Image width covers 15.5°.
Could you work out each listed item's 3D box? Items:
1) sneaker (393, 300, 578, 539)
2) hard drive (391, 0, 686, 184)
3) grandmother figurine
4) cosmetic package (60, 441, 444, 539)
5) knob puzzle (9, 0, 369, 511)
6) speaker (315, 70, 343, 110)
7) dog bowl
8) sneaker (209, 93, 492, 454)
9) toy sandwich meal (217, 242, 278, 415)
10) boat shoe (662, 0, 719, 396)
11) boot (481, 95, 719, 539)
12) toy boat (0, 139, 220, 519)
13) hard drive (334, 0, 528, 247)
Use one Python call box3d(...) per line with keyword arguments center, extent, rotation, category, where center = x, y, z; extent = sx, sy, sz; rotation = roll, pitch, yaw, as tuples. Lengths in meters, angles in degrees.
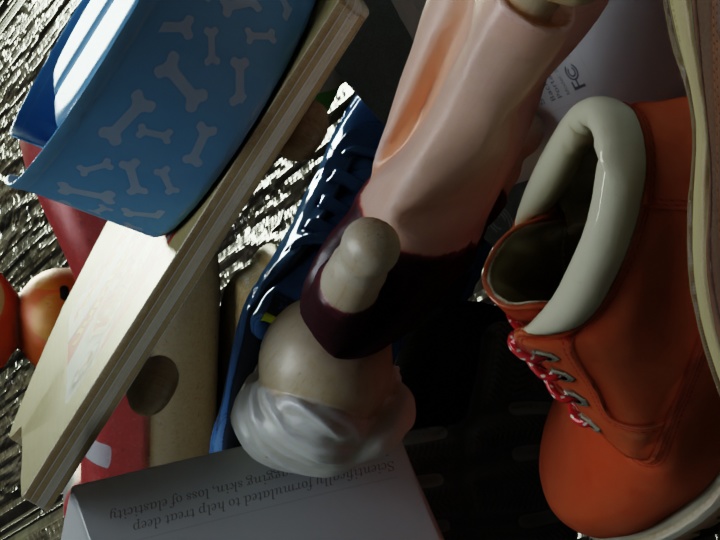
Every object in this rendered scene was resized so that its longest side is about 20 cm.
box3d(center=(0.030, 0.119, 0.914), extent=(0.116, 0.075, 0.201), rotation=(134, 133, -64), category="sneaker")
box3d(center=(0.072, -0.106, 0.750), extent=(0.200, 0.025, 0.132), rotation=(-20, 101, 56), category="hard drive")
box3d(center=(0.017, -0.020, 0.758), extent=(0.061, 0.121, 0.201), rotation=(42, 124, 20), category="grandmother figurine")
box3d(center=(-0.043, 0.138, 0.872), extent=(0.200, 0.112, 0.081), rotation=(109, 144, -52), category="cosmetic package")
box3d(center=(-0.050, -0.021, 0.859), extent=(0.220, 0.030, 0.220), rotation=(-55, 13, 19), category="knob puzzle")
box3d(center=(-0.034, -0.165, 1.085), extent=(0.088, 0.088, 0.201), rotation=(-132, 47, -61), category="speaker")
box3d(center=(-0.061, -0.070, 0.833), extent=(0.112, 0.049, 0.200), rotation=(-57, 13, 6), category="dog bowl")
box3d(center=(0.000, 0.000, 0.925), extent=(0.078, 0.066, 0.201), rotation=(63, -135, -68), category="sneaker")
box3d(center=(-0.011, 0.082, 1.041), extent=(0.205, 0.070, 0.207), rotation=(177, 90, -79), category="toy sandwich meal")
box3d(center=(0.117, -0.017, 0.637), extent=(0.068, 0.072, 0.201), rotation=(-136, 33, -81), category="boat shoe")
box3d(center=(0.074, 0.015, 0.760), extent=(0.200, 0.107, 0.075), rotation=(114, 148, -49), category="boot")
box3d(center=(-0.125, 0.018, 1.086), extent=(0.131, 0.130, 0.201), rotation=(-103, 14, -62), category="toy boat")
box3d(center=(0.053, -0.101, 0.831), extent=(0.140, 0.033, 0.200), rotation=(48, 146, 11), category="hard drive")
